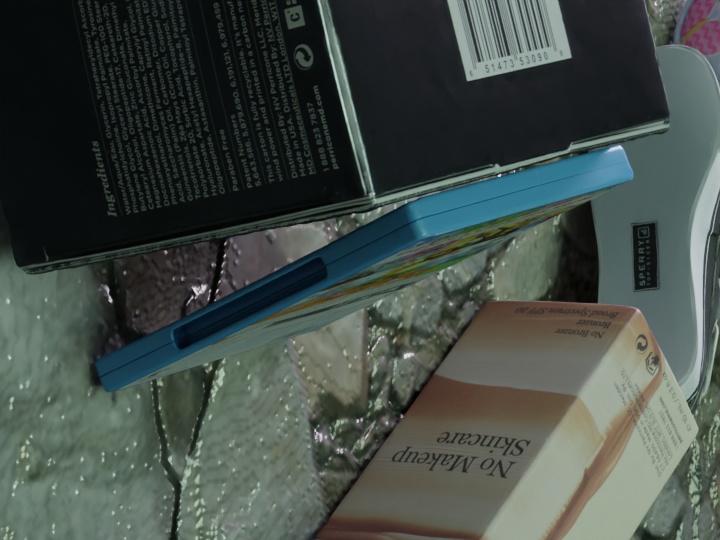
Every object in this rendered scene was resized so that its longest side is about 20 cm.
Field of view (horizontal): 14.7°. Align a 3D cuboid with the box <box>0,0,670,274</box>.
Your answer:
[{"bbox_3d":[-0.017,-0.084,1.133,0.200,0.196,0.124,-16,93,-48],"label":"box"}]

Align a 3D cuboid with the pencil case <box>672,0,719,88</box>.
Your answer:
[{"bbox_3d":[0.253,-0.091,1.548,0.200,0.083,0.091,38,78,-44],"label":"pencil case"}]

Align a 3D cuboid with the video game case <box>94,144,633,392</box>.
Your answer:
[{"bbox_3d":[0.000,0.000,1.178,0.143,0.200,0.018,-16,82,-48],"label":"video game case"}]

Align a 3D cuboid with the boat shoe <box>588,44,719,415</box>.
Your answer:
[{"bbox_3d":[0.161,-0.016,1.453,0.068,0.073,0.200,46,40,-63],"label":"boat shoe"}]

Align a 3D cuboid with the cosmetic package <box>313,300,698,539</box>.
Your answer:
[{"bbox_3d":[0.064,0.112,1.333,0.200,0.103,0.087,-54,129,-34],"label":"cosmetic package"}]
